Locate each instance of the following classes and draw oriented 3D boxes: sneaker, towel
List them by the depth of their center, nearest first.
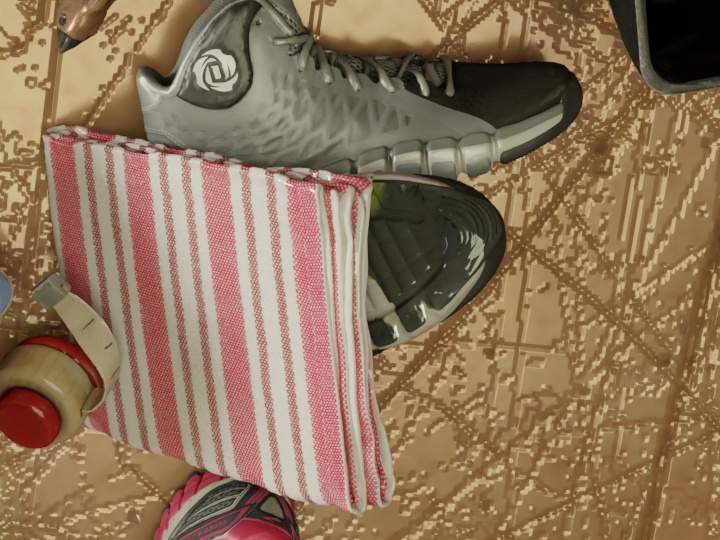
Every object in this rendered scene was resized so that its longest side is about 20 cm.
[{"bbox_3d":[-0.064,0.017,1.052,0.030,0.200,0.146,-19,112,-41],"label":"towel"},{"bbox_3d":[0.000,0.000,1.060,0.085,0.200,0.075,-17,86,-42],"label":"sneaker"},{"bbox_3d":[-0.005,-0.090,1.080,0.200,0.075,0.116,-17,105,-4],"label":"sneaker"},{"bbox_3d":[-0.093,0.185,1.138,0.081,0.075,0.200,23,101,-15],"label":"sneaker"}]

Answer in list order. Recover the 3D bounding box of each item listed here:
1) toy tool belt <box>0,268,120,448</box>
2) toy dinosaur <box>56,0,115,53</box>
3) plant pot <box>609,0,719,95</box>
[{"bbox_3d":[-0.212,0.035,1.044,0.200,0.123,0.125,42,133,-15],"label":"toy tool belt"},{"bbox_3d":[-0.097,-0.199,1.000,0.086,0.136,0.200,-8,106,-8],"label":"toy dinosaur"},{"bbox_3d":[0.182,-0.202,1.026,0.199,0.177,0.200,-10,107,-7],"label":"plant pot"}]
